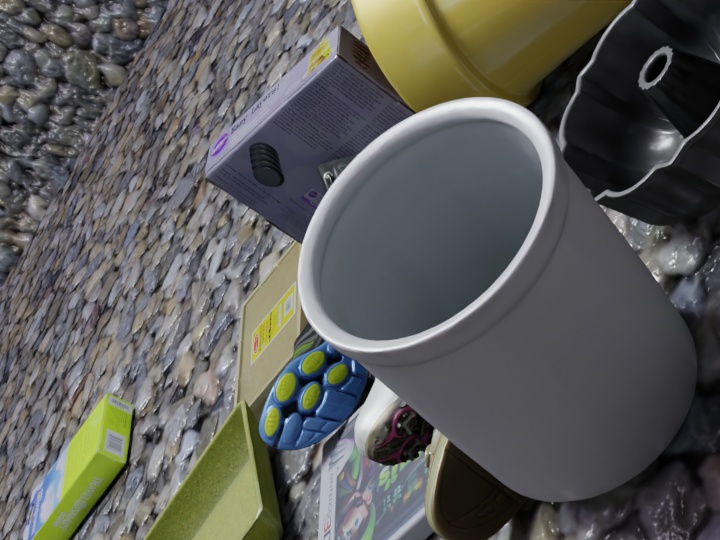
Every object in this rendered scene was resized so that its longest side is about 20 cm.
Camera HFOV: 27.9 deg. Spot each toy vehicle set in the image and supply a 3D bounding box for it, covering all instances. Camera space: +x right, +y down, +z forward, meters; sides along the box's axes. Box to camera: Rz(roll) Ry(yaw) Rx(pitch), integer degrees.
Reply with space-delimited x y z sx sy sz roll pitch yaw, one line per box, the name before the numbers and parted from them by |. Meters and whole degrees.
toy vehicle set | -0.085 0.063 1.511 0.124 0.027 0.200 -49 24 29

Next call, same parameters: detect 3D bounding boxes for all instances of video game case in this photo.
video game case | 0.028 0.152 1.142 0.200 0.023 0.182 -47 25 32

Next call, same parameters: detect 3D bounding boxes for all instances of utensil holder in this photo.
utensil holder | 0.088 0.025 0.857 0.170 0.200 0.170 -24 44 25

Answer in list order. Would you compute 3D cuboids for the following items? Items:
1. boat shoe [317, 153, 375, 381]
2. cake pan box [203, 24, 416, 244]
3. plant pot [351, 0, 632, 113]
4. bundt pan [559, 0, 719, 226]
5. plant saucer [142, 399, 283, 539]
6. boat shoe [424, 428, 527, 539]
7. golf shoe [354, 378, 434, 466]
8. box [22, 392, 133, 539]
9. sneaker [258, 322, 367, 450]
boat shoe | 0.000 0.000 1.235 0.069 0.057 0.200 87 177 -87
cake pan box | -0.005 -0.095 1.284 0.184 0.200 0.052 -39 30 34
plant pot | 0.123 -0.239 1.210 0.189 0.201 0.201 -25 38 33
bundt pan | 0.222 -0.116 0.959 0.202 0.076 0.202 -47 25 31
plant saucer | -0.135 0.251 1.357 0.200 0.048 0.200 -55 21 16
boat shoe | 0.090 0.101 1.002 0.063 0.073 0.201 -40 26 59
golf shoe | 0.040 0.063 1.068 0.200 0.092 0.073 -53 -32 -39
box | -0.365 0.268 1.867 0.200 0.048 0.122 -51 22 25
sneaker | -0.029 0.086 1.291 0.200 0.071 0.083 -61 4 -37
